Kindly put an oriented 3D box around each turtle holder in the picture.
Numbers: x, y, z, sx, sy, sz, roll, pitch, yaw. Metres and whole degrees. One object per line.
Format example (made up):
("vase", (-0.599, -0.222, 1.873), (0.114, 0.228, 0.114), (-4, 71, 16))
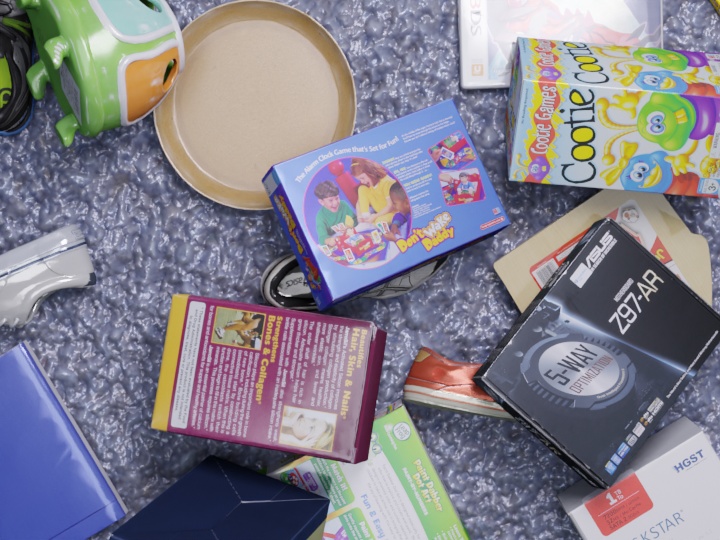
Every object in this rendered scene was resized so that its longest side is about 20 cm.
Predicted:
("turtle holder", (-0.245, -0.212, 1.243), (0.131, 0.185, 0.142), (-21, 122, -21))

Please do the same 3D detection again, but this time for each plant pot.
("plant pot", (-0.102, -0.160, 1.297), (0.197, 0.027, 0.203), (0, 94, 0))

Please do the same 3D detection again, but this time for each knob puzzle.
("knob puzzle", (0.255, 0.027, 1.307), (0.217, 0.030, 0.223), (0, 95, 0))

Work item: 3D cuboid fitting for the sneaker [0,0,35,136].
("sneaker", (-0.346, -0.229, 1.266), (0.070, 0.083, 0.202), (-3, 95, 1))

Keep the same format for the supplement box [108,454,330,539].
("supplement box", (-0.139, 0.313, 1.223), (0.133, 0.200, 0.202), (17, 108, 17))

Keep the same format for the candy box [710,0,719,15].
("candy box", (0.420, -0.317, 1.276), (0.199, 0.026, 0.103), (-36, 97, 4))

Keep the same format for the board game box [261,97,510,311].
("board game box", (0.025, -0.064, 1.244), (0.198, 0.045, 0.136), (-22, 84, -23))

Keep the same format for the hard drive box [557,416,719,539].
("hard drive box", (0.311, 0.273, 1.306), (0.155, 0.077, 0.201), (-32, 94, 3))

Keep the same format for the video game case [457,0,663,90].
("video game case", (0.192, -0.271, 1.285), (0.197, 0.023, 0.185), (-2, 95, 1))

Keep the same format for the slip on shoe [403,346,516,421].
("slip on shoe", (0.142, 0.115, 1.300), (0.197, 0.074, 0.062), (10, 81, 0))

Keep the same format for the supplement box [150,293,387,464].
("supplement box", (-0.084, 0.102, 1.262), (0.197, 0.103, 0.133), (9, 85, 9))

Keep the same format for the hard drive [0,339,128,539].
("hard drive", (-0.340, 0.190, 1.333), (0.131, 0.025, 0.201), (-30, 94, 4))

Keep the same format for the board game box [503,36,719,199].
("board game box", (0.240, -0.144, 1.239), (0.197, 0.105, 0.104), (4, 122, 0))

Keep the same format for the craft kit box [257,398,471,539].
("craft kit box", (-0.001, 0.261, 1.327), (0.196, 0.049, 0.202), (-25, 94, 6))

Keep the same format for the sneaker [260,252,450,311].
("sneaker", (0.000, 0.000, 1.281), (0.198, 0.088, 0.076), (-20, 93, 1))

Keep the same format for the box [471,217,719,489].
("box", (0.227, 0.077, 1.252), (0.160, 0.044, 0.200), (41, 80, -3))

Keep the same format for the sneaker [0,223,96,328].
("sneaker", (-0.352, 0.026, 1.294), (0.198, 0.073, 0.071), (-25, 91, 3))
